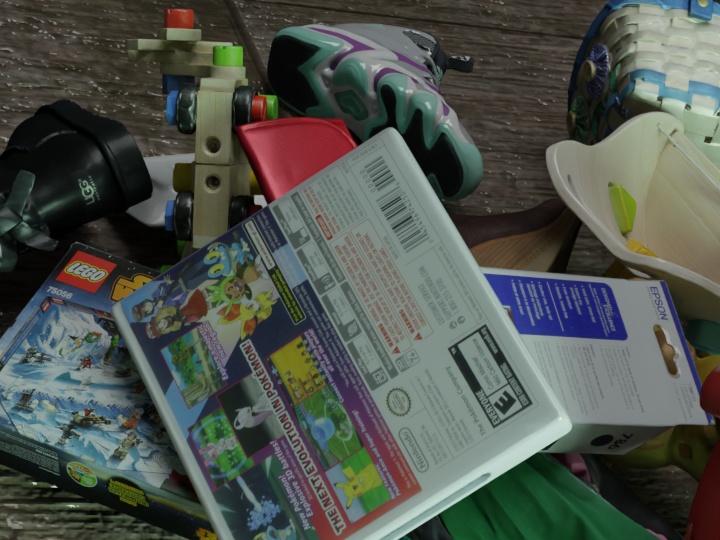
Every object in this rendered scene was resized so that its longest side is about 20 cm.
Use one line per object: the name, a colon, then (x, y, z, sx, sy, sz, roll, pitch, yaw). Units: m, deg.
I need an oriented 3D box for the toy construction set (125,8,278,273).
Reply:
toy construction set: (-0.083, -0.060, 1.322, 0.092, 0.201, 0.131, -12, 4, 9)

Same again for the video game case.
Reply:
video game case: (-0.015, 0.049, 1.136, 0.200, 0.182, 0.023, 61, 6, 31)

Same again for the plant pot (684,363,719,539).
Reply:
plant pot: (0.257, 0.130, 1.106, 0.200, 0.183, 0.200, 1, 2, 0)

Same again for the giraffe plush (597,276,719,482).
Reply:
giraffe plush: (0.203, 0.078, 1.306, 0.162, 0.200, 0.173, 22, 57, 14)

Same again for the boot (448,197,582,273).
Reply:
boot: (0.053, -0.026, 1.470, 0.166, 0.073, 0.200, 22, 27, 12)

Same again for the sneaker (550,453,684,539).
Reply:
sneaker: (0.142, 0.152, 1.268, 0.095, 0.079, 0.200, 17, 25, -49)

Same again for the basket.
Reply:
basket: (0.227, -0.144, 1.643, 0.139, 0.177, 0.200, 16, 43, 0)

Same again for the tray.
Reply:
tray: (-0.069, -0.061, 1.457, 0.199, 0.022, 0.107, -7, 19, -28)

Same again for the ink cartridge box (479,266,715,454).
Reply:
ink cartridge box: (0.091, 0.048, 1.205, 0.199, 0.039, 0.100, 5, 54, -28)

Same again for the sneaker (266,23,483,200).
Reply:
sneaker: (0.044, -0.128, 1.611, 0.140, 0.078, 0.200, -19, 49, -44)

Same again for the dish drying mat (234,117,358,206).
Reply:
dish drying mat: (0.000, 0.000, 1.222, 0.077, 0.018, 0.200, -7, 62, -37)

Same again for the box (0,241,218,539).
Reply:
box: (-0.102, 0.071, 1.210, 0.199, 0.040, 0.137, 20, 50, 16)

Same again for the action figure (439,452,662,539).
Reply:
action figure: (0.091, 0.137, 1.218, 0.055, 0.118, 0.200, 19, 22, -45)

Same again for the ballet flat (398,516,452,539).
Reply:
ballet flat: (0.021, 0.152, 1.196, 0.073, 0.073, 0.200, 2, 25, -25)

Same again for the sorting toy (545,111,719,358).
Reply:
sorting toy: (0.195, -0.019, 1.435, 0.180, 0.107, 0.200, 21, 24, -53)

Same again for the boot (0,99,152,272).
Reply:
boot: (-0.224, -0.039, 1.325, 0.162, 0.074, 0.198, -24, 14, -19)
